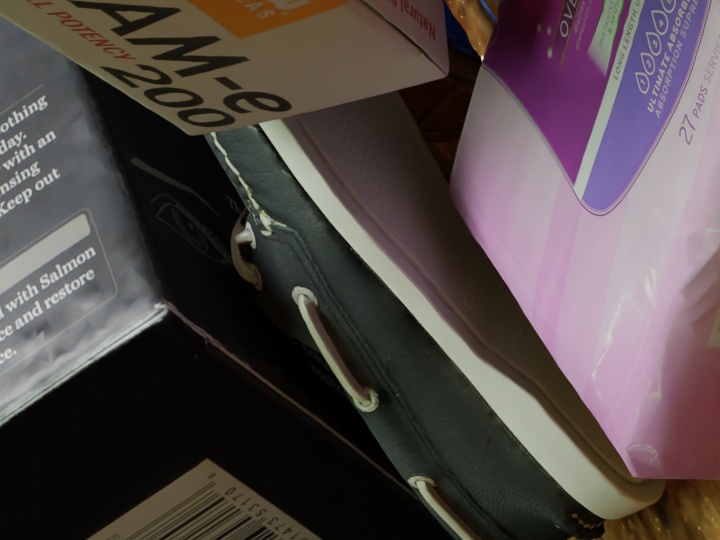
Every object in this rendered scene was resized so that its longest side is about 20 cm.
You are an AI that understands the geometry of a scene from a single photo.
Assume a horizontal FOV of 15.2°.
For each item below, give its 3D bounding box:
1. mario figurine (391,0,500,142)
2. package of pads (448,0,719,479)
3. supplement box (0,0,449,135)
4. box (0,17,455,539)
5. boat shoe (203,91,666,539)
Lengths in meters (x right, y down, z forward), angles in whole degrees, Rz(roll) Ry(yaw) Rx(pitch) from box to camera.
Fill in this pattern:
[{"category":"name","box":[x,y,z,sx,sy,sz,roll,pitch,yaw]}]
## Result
[{"category":"mario figurine","box":[-0.018,-0.133,0.793,0.200,0.123,0.106,57,160,36]},{"category":"package of pads","box":[0.088,-0.062,0.634,0.121,0.075,0.201,56,142,45]},{"category":"supplement box","box":[-0.042,-0.147,0.624,0.073,0.126,0.201,-11,73,20]},{"category":"box","box":[-0.076,0.010,0.817,0.117,0.197,0.200,-33,51,12]},{"category":"boat shoe","box":[0.000,0.000,0.722,0.060,0.076,0.200,-33,101,28]}]
